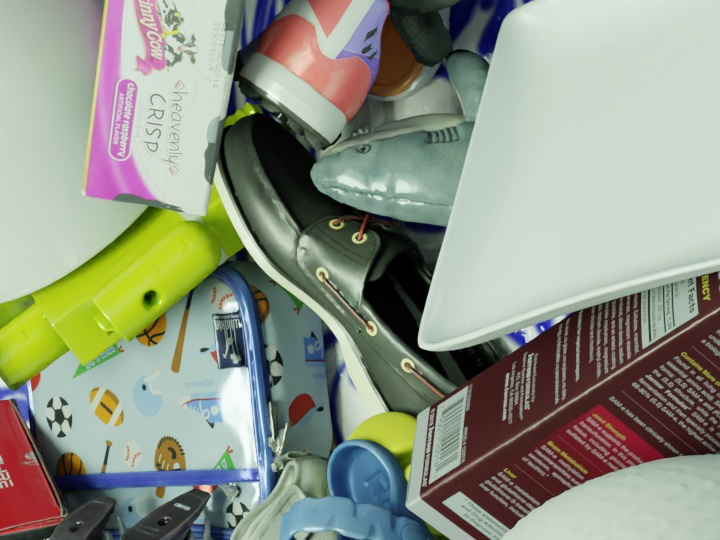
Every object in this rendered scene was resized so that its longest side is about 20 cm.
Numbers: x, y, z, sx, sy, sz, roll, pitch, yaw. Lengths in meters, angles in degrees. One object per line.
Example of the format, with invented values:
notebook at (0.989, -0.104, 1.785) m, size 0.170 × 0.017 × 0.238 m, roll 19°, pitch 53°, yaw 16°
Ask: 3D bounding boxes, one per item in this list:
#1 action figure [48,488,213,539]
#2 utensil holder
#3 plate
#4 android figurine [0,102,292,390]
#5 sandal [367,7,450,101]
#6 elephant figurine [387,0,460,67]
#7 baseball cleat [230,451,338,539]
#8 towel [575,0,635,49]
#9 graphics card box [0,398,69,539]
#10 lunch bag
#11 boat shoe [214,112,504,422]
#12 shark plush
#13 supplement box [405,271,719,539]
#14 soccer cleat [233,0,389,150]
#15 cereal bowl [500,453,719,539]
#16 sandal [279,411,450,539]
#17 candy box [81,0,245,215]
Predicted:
action figure at (-0.097, 0.214, 0.922) m, size 0.130 × 0.069 × 0.200 m, roll 3°, pitch 122°, yaw 29°
utensil holder at (-0.209, -0.105, 0.891) m, size 0.170 × 0.200 × 0.170 m, roll -27°, pitch 29°, yaw 16°
plate at (0.125, -0.061, 0.716) m, size 0.200 × 0.032 × 0.200 m, roll -19°, pitch 42°, yaw 41°
android figurine at (-0.123, -0.020, 0.924) m, size 0.200 × 0.041 × 0.182 m, roll -38°, pitch 28°, yaw -6°
sandal at (-0.002, -0.191, 0.884) m, size 0.079 × 0.059 × 0.207 m, roll -3°, pitch 88°, yaw 40°
elephant figurine at (0.066, -0.216, 0.780) m, size 0.200 × 0.155 × 0.142 m, roll -36°, pitch 84°, yaw 3°
baseball cleat at (-0.022, 0.186, 0.839) m, size 0.070 × 0.106 × 0.200 m, roll 130°, pitch 146°, yaw -51°
towel at (0.177, -0.150, 0.759) m, size 0.200 × 0.024 × 0.147 m, roll -21°, pitch 75°, yaw 38°
graphics card box at (-0.201, 0.191, 0.985) m, size 0.125 × 0.051 × 0.200 m, roll -132°, pitch 38°, yaw -53°
lunch bag at (-0.102, 0.078, 0.953) m, size 0.200 × 0.076 × 0.160 m, roll -7°, pitch 87°, yaw 40°
boat shoe at (0.002, -0.001, 0.853) m, size 0.063 × 0.074 × 0.201 m, roll -42°, pitch 80°, yaw 37°
shark plush at (0.077, -0.019, 0.802) m, size 0.200 × 0.083 × 0.091 m, roll 35°, pitch 128°, yaw 22°
supplement box at (0.126, 0.064, 0.736) m, size 0.200 × 0.109 × 0.061 m, roll -36°, pitch 27°, yaw 33°
soccer cleat at (-0.020, -0.104, 0.846) m, size 0.068 × 0.200 × 0.073 m, roll 37°, pitch 93°, yaw -7°
cereal bowl at (0.133, 0.135, 0.693) m, size 0.200 × 0.200 × 0.083 m, roll -38°, pitch 39°, yaw 32°
sandal at (0.025, 0.164, 0.785) m, size 0.200 × 0.087 × 0.079 m, roll 57°, pitch 135°, yaw 19°
candy box at (-0.084, -0.137, 0.813) m, size 0.200 × 0.061 × 0.136 m, roll -91°, pitch 12°, yaw -56°
